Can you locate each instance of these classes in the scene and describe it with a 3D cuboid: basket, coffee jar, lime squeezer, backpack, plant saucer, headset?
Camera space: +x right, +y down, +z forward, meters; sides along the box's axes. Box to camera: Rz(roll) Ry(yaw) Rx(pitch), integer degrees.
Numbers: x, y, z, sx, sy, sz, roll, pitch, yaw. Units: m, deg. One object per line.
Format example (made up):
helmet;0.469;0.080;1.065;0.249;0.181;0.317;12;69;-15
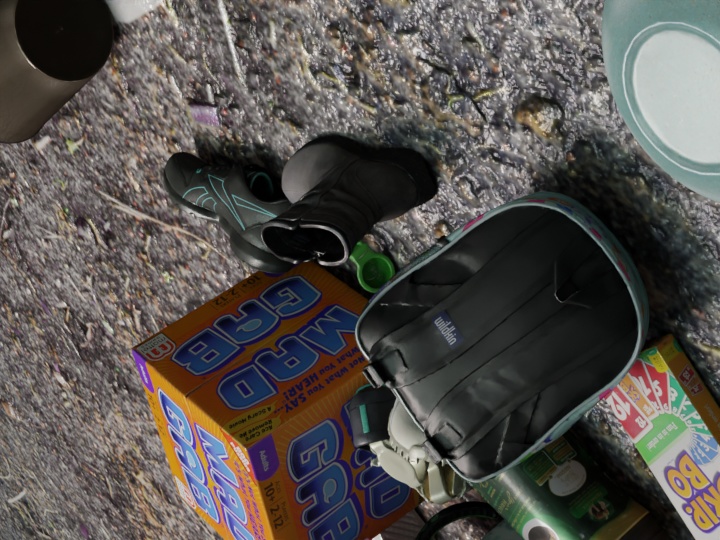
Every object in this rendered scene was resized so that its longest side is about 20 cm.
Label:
basket;-0.356;-0.236;1.647;0.199;0.136;0.181;-11;114;54
coffee jar;0.173;0.199;1.346;0.200;0.085;0.105;47;152;17
lime squeezer;0.000;0.000;1.452;0.200;0.038;0.071;41;147;23
backpack;0.121;0.041;1.191;0.200;0.150;0.178;-40;84;20
plant saucer;0.225;-0.119;1.015;0.200;0.039;0.202;36;145;30
headset;0.142;0.300;1.459;0.199;0.124;0.094;26;-177;-6

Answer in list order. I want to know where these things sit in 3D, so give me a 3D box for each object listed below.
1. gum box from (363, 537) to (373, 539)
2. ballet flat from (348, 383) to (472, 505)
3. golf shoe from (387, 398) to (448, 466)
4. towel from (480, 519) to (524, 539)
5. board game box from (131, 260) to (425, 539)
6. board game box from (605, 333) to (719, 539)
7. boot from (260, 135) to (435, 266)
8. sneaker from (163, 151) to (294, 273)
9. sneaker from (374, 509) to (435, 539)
gum box;0.018;0.318;1.445;0.114;0.066;0.200;58;179;14
ballet flat;0.057;0.174;1.418;0.073;0.073;0.200;16;163;47
golf shoe;0.064;0.082;1.310;0.077;0.200;0.098;1;119;5
towel;0.172;0.315;1.376;0.200;0.171;0.048;47;152;14
board game box;-0.067;0.142;1.497;0.199;0.199;0.201;33;146;43
board game box;0.266;0.149;1.228;0.201;0.030;0.095;55;150;-2
boot;-0.042;-0.059;1.360;0.199;0.131;0.070;0;120;55
sneaker;-0.121;-0.076;1.540;0.200;0.075;0.080;38;119;36
sneaker;0.018;0.290;1.664;0.104;0.075;0.202;-29;86;55
